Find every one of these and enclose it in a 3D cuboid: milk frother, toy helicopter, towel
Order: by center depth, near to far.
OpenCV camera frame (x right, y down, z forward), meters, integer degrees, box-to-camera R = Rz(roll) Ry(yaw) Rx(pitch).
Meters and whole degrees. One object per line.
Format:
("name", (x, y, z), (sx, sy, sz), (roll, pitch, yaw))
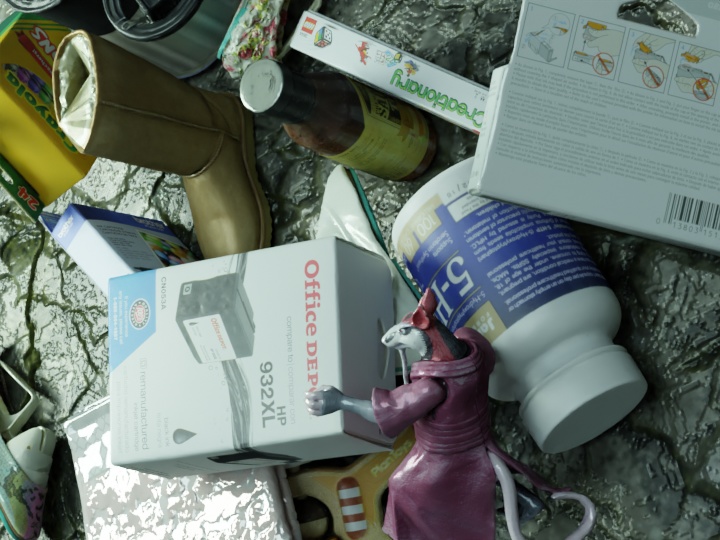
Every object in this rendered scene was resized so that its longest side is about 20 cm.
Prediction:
("toy helicopter", (-0.009, 0.159, 1.536), (0.200, 0.079, 0.132), (-41, 85, 2))
("towel", (-0.143, 0.167, 1.557), (0.199, 0.032, 0.192), (-29, 66, 31))
("milk frother", (-0.166, -0.225, 1.647), (0.180, 0.188, 0.201), (-36, 59, 24))

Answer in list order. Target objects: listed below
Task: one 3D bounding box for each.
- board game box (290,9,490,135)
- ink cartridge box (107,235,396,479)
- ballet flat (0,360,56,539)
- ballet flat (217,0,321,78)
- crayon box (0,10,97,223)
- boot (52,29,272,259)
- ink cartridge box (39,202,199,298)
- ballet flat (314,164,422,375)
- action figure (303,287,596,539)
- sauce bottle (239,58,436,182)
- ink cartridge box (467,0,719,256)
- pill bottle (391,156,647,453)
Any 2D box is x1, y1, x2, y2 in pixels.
("board game box", (0.057, -0.137, 1.523), (0.199, 0.126, 0.035), (28, 96, 35))
("ink cartridge box", (-0.081, 0.066, 1.466), (0.199, 0.084, 0.146), (-10, 73, 27))
("ballet flat", (-0.310, 0.140, 1.765), (0.071, 0.069, 0.201), (-31, 63, 4))
("ballet flat", (-0.056, -0.248, 1.668), (0.064, 0.076, 0.201), (23, 100, 4))
("crayon box", (-0.272, -0.139, 1.686), (0.051, 0.127, 0.200), (-34, 19, 24))
("boot", (-0.162, -0.087, 1.617), (0.066, 0.200, 0.176), (-21, 70, 29))
("ink cartridge box", (-0.173, 0.003, 1.657), (0.200, 0.119, 0.042), (42, 107, 33))
("ballet flat", (0.000, 0.000, 1.523), (0.069, 0.069, 0.201), (-43, 52, 20))
("action figure", (0.060, 0.107, 1.352), (0.148, 0.134, 0.201), (22, 136, 39))
("sauce bottle", (-0.016, -0.116, 1.524), (0.066, 0.200, 0.066), (-7, 77, 31))
("ink cartridge box", (0.190, -0.116, 1.406), (0.199, 0.044, 0.175), (13, 87, -8))
("pill bottle", (0.118, 0.025, 1.452), (0.120, 0.119, 0.201), (-41, 65, 21))
